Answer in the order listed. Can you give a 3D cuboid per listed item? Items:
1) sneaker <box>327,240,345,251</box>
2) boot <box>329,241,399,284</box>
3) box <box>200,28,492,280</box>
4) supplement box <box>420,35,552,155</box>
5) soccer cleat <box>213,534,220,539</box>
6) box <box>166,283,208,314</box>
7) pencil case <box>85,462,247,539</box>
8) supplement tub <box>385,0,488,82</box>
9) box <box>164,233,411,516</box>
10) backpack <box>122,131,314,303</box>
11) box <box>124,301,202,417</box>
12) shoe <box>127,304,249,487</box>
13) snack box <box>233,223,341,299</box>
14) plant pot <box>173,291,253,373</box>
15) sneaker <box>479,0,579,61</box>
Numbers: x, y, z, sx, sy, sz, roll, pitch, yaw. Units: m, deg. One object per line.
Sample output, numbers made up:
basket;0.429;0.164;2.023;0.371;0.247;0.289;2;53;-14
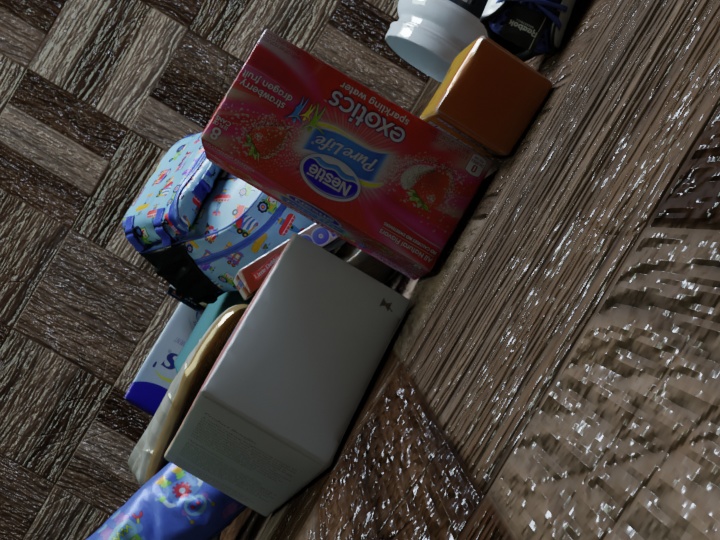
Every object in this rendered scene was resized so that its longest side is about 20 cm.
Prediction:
sneaker;0.000;0.000;1.054;0.200;0.074;0.116;7;97;64
boot;-0.032;0.026;0.965;0.097;0.075;0.200;-35;-10;-36
box;-0.013;-0.085;0.803;0.100;0.200;0.095;-60;2;-6
supplement box;0.094;-0.135;0.830;0.067;0.069;0.200;-58;6;6
soccer cleat;-0.162;0.231;1.020;0.085;0.069;0.200;-115;31;-74
box;-0.113;0.019;1.256;0.137;0.200;0.038;-61;7;-20
pencil case;-0.156;0.217;0.919;0.200;0.087;0.078;-40;-36;-22
supplement tub;0.132;-0.330;1.228;0.200;0.140;0.140;-59;4;0
box;-0.064;0.090;0.833;0.152;0.106;0.200;-61;4;-29
backpack;-0.118;-0.067;1.045;0.200;0.135;0.183;-7;45;50
box;-0.166;0.121;1.306;0.200;0.184;0.105;-61;6;-9
shoe;-0.157;0.116;0.969;0.053;0.070;0.200;28;90;42
snack box;-0.023;-0.038;0.930;0.200;0.024;0.072;-33;1;-12
plant pot;-0.107;0.097;1.113;0.141;0.141;0.200;-59;11;2
sneaker;0.153;-0.233;0.812;0.199;0.081;0.115;115;178;-50
